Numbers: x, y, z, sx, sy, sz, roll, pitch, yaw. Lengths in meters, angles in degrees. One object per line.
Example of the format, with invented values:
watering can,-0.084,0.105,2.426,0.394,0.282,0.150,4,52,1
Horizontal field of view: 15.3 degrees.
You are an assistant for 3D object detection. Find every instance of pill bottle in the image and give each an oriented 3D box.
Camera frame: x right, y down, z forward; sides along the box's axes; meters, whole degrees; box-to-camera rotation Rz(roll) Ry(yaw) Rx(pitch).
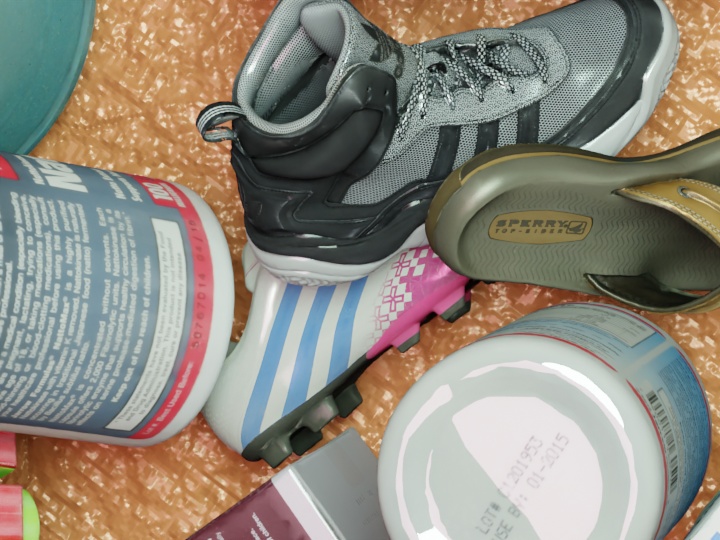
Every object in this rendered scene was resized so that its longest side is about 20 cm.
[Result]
pill bottle,0.082,0.070,1.073,0.108,0.200,0.109,1,95,16
pill bottle,-0.164,0.007,1.122,0.119,0.199,0.120,-13,73,49

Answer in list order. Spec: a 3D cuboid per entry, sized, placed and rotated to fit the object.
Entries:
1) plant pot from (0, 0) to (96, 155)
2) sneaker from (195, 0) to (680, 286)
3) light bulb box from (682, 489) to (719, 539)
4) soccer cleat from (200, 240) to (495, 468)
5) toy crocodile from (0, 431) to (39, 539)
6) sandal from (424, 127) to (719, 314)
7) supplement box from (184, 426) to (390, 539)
plant pot,-0.243,-0.126,1.145,0.199,0.188,0.201,0,91,20
sneaker,0.031,-0.075,1.080,0.199,0.114,0.076,-28,51,2
light bulb box,0.262,0.100,1.064,0.200,0.125,0.198,40,104,8
soccer cleat,0.000,0.000,1.158,0.200,0.070,0.086,-41,84,16
toy crocodile,-0.178,0.073,1.193,0.062,0.067,0.201,-32,62,43
sandal,0.126,-0.016,1.087,0.199,0.055,0.082,0,127,-20
supplement box,-0.076,0.154,1.173,0.200,0.109,0.061,-37,86,15
